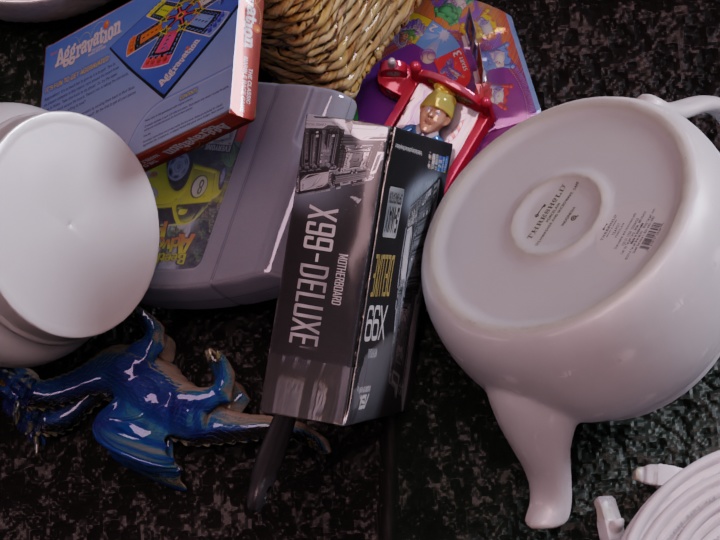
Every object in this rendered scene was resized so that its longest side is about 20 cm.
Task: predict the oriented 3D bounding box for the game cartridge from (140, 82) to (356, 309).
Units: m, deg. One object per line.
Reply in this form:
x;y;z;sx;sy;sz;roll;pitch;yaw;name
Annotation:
-0.103;-0.045;1.706;0.200;0.041;0.133;5;74;37;game cartridge

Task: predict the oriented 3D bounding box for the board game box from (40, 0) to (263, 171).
-0.120;-0.105;1.667;0.019;0.200;0.103;16;67;-35;board game box

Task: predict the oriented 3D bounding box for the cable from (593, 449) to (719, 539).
0.231;0.190;1.624;0.199;0.069;0.201;-6;71;4;cable

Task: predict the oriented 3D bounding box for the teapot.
0.141;0.008;1.659;0.200;0.146;0.198;-28;43;13;teapot

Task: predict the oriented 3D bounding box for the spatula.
-0.038;0.048;1.658;0.020;0.057;0.200;10;55;1;spatula

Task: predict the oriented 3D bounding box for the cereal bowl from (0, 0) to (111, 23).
-0.194;-0.237;1.798;0.199;0.083;0.201;-2;72;5;cereal bowl

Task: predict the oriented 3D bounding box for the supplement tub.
-0.220;-0.015;1.651;0.200;0.144;0.145;-8;65;47;supplement tub

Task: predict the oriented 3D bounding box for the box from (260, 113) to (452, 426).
0.000;0.000;1.620;0.050;0.200;0.158;9;91;10;box

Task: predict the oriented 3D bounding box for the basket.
-0.029;-0.227;1.731;0.143;0.149;0.200;27;74;29;basket

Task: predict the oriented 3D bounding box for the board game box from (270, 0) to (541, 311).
0.030;-0.076;1.745;0.158;0.039;0.200;-16;71;0;board game box

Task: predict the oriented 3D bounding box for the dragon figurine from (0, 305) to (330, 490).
-0.115;0.088;1.696;0.200;0.059;0.100;30;77;14;dragon figurine
